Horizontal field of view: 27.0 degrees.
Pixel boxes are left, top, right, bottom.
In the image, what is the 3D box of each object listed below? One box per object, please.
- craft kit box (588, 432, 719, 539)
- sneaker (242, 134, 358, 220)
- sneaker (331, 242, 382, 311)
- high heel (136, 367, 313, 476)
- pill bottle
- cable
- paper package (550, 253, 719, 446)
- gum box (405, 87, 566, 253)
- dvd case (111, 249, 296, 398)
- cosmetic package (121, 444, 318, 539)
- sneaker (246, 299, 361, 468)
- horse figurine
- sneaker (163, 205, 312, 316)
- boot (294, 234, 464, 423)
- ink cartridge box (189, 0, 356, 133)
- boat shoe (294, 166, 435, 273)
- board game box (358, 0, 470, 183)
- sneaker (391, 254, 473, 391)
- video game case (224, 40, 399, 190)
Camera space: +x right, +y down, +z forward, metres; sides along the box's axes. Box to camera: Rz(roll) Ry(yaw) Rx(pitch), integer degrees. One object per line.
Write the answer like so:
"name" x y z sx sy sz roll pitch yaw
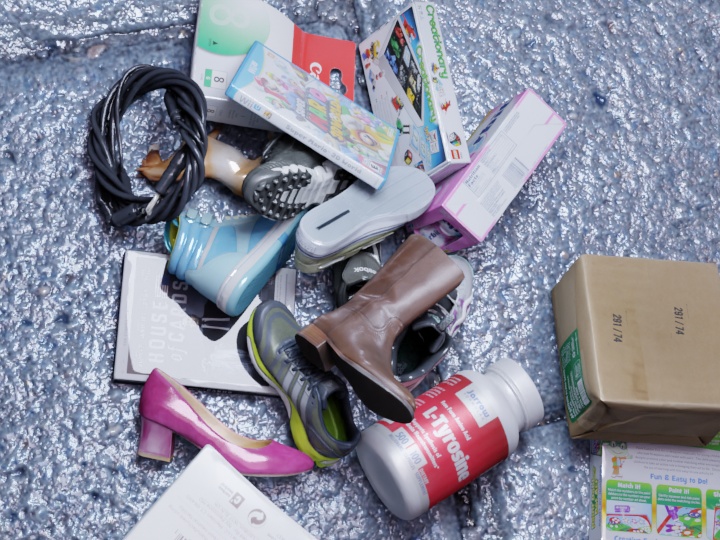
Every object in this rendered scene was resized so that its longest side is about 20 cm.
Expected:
"craft kit box" 0.366 0.270 1.762 0.198 0.049 0.199 8 76 -12
"sneaker" -0.084 -0.108 1.654 0.090 0.067 0.200 35 25 21
"sneaker" 0.000 0.000 1.719 0.066 0.091 0.202 3 74 -14
"high heel" -0.144 0.168 1.645 0.198 0.067 0.097 10 92 2
"pill bottle" 0.103 0.183 1.683 0.199 0.112 0.113 -30 84 -19
"cable" -0.237 -0.148 1.677 0.051 0.162 0.202 23 56 -48
"paper package" 0.330 0.091 1.746 0.189 0.104 0.201 4 58 -12
"gum box" 0.144 -0.110 1.768 0.066 0.113 0.200 41 69 -10
"dvd case" -0.174 0.061 1.695 0.198 0.025 0.152 6 74 -13
"cosmetic package" -0.160 0.305 1.538 0.165 0.200 0.165 41 70 0
"sneaker" -0.055 0.120 1.657 0.074 0.081 0.201 -33 97 -36
"horse figurine" -0.146 -0.135 1.743 0.199 0.050 0.133 22 64 -4
"sneaker" -0.144 -0.046 1.691 0.130 0.080 0.200 28 42 10
"boot" 0.056 0.054 1.604 0.200 0.064 0.186 -37 51 -22
"ink cartridge box" -0.099 -0.239 1.762 0.198 0.050 0.162 8 57 -9
"boat shoe" 0.000 -0.059 1.683 0.199 0.062 0.072 -25 67 -35
"board game box" 0.061 -0.199 1.769 0.034 0.126 0.202 -3 76 -34
"sneaker" 0.085 0.057 1.697 0.077 0.140 0.201 31 71 -4
"video game case" -0.050 -0.177 1.685 0.199 0.018 0.143 31 28 -8
